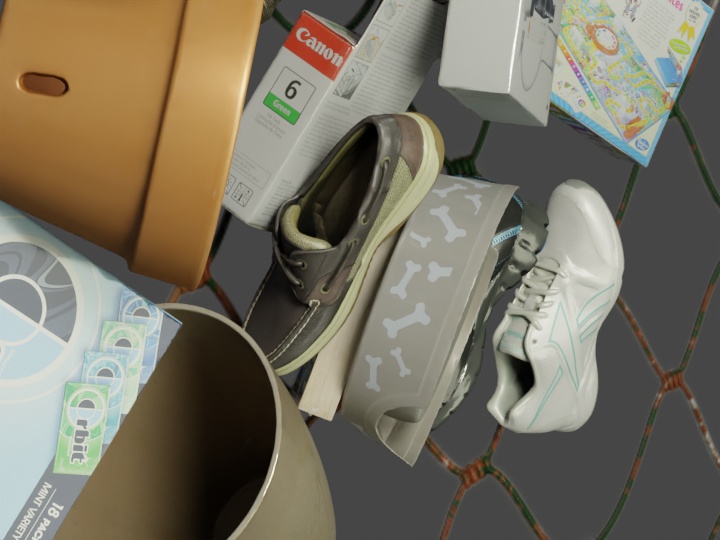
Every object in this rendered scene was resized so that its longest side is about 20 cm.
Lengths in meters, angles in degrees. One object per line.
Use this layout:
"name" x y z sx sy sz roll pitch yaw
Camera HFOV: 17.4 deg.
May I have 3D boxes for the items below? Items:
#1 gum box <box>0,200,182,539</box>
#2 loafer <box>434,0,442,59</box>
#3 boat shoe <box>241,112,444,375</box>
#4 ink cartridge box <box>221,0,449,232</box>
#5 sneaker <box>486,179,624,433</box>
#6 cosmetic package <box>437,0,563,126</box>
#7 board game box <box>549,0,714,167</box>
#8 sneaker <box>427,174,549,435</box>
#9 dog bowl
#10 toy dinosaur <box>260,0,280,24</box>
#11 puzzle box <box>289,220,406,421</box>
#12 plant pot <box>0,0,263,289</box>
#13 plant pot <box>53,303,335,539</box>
"gum box" -0.230 0.050 1.390 0.200 0.044 0.171 35 79 -27
"loafer" 0.070 -0.244 1.594 0.069 0.070 0.201 -11 113 -35
"boat shoe" -0.027 -0.021 1.494 0.065 0.073 0.201 14 115 -46
"ink cartridge box" -0.014 -0.118 1.522 0.201 0.050 0.109 -59 154 9
"sneaker" 0.144 0.032 1.768 0.080 0.070 0.202 -6 110 -40
"cosmetic package" 0.101 -0.204 1.532 0.151 0.051 0.201 18 79 -78
"board game box" 0.174 -0.176 1.745 0.200 0.034 0.135 29 84 -46
"sneaker" 0.056 0.026 1.694 0.082 0.073 0.201 29 82 -24
"dog bowl" 0.044 0.027 1.564 0.200 0.058 0.201 21 90 -85
"toy dinosaur" -0.079 -0.203 1.461 0.102 0.077 0.201 -31 130 -49
"puzzle box" 0.000 0.000 1.583 0.025 0.133 0.201 21 89 -5
"plant pot" -0.141 -0.101 1.346 0.139 0.200 0.201 12 98 -6
"plant pot" -0.095 0.146 1.516 0.188 0.187 0.200 -60 148 -10
